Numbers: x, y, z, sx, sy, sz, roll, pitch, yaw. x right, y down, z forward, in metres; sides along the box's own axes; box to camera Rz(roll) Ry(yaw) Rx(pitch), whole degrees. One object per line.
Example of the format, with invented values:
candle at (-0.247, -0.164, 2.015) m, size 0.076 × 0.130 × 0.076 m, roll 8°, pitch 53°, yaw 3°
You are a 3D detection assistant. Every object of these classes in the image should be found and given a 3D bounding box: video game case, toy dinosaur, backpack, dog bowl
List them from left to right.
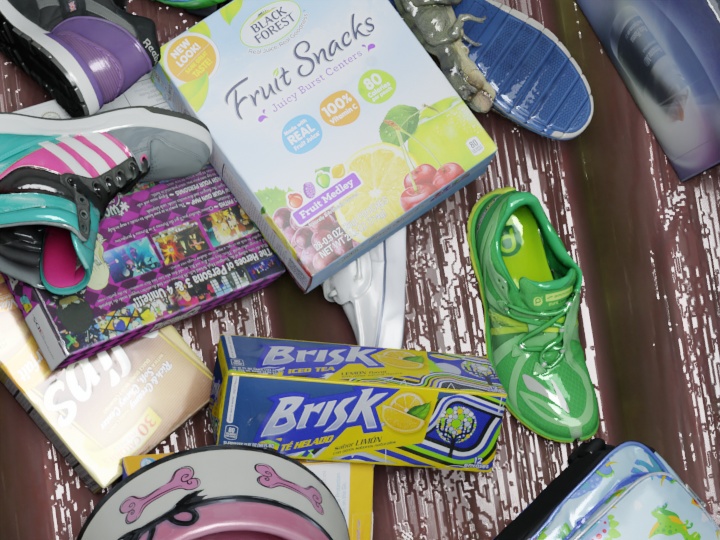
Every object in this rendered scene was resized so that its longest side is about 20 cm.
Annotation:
video game case at (-0.175, -0.042, 1.601) m, size 0.200 × 0.036 × 0.181 m, roll -23°, pitch 79°, yaw -38°
dog bowl at (-0.097, 0.223, 1.552) m, size 0.200 × 0.074 × 0.200 m, roll -6°, pitch 119°, yaw -11°
toy dinosaur at (0.054, -0.214, 1.649) m, size 0.088 × 0.047 × 0.200 m, roll -36°, pitch 82°, yaw -7°
backpack at (0.199, 0.245, 1.627) m, size 0.183 × 0.147 × 0.200 m, roll -44°, pitch 97°, yaw -11°

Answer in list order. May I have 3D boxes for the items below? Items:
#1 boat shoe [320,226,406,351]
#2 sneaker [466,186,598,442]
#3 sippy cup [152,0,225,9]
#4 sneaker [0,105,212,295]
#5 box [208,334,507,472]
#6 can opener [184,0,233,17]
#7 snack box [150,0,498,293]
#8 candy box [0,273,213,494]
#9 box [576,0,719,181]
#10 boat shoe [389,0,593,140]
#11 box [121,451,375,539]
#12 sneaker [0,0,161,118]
boat shoe at (0.000, 0.000, 1.667) m, size 0.065 × 0.074 × 0.200 m, roll 2°, pitch 74°, yaw -2°
sneaker at (0.129, 0.034, 1.676) m, size 0.074 × 0.084 × 0.200 m, roll -17°, pitch 86°, yaw -14°
sippy cup at (-0.147, -0.266, 1.611) m, size 0.178 × 0.130 × 0.140 m, roll -32°, pitch 71°, yaw 20°
sneaker at (-0.184, -0.045, 1.516) m, size 0.200 × 0.084 × 0.121 m, roll -4°, pitch 62°, yaw -25°
box at (-0.004, 0.093, 1.586) m, size 0.200 × 0.070 × 0.064 m, roll 5°, pitch 112°, yaw -11°
can opener at (-0.088, -0.286, 1.689) m, size 0.079 × 0.063 × 0.200 m, roll 8°, pitch 80°, yaw -10°
snack box at (-0.028, -0.113, 1.620) m, size 0.169 × 0.068 × 0.200 m, roll -35°, pitch 82°, yaw -13°
candy box at (-0.207, 0.047, 1.616) m, size 0.115 × 0.055 × 0.200 m, roll -40°, pitch 90°, yaw -16°
box at (0.271, -0.192, 1.680) m, size 0.123 × 0.200 × 0.198 m, roll -30°, pitch 88°, yaw -15°
boat shoe at (0.089, -0.166, 1.703) m, size 0.200 × 0.072 × 0.072 m, roll 40°, pitch 74°, yaw 2°
box at (-0.092, 0.185, 1.601) m, size 0.200 × 0.041 × 0.119 m, roll -3°, pitch 115°, yaw -11°
sneaker at (-0.215, -0.185, 1.612) m, size 0.088 × 0.076 × 0.200 m, roll -35°, pitch 55°, yaw -17°
